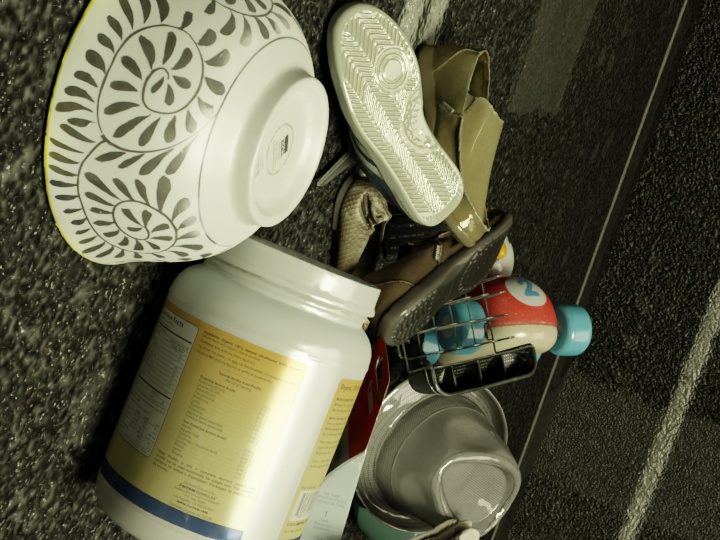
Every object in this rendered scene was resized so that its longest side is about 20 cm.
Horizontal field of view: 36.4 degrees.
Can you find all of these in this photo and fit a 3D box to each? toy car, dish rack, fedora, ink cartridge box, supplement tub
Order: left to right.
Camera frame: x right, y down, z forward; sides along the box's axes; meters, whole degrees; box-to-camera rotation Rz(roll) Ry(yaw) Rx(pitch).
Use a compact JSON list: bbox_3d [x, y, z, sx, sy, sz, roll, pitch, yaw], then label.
[{"bbox_3d":[-0.078,0.082,0.735,0.201,0.143,0.144,-68,162,1],"label":"supplement tub"},{"bbox_3d":[-0.024,0.163,1.045,0.163,0.057,0.202,-96,-162,-75],"label":"ink cartridge box"},{"bbox_3d":[0.091,0.020,1.095,0.153,0.054,0.202,-7,82,-43],"label":"dish rack"},{"bbox_3d":[0.093,0.205,1.114,0.177,0.090,0.200,-46,131,-7],"label":"fedora"},{"bbox_3d":[0.147,0.007,1.286,0.177,0.183,0.202,-25,-114,58],"label":"toy car"}]

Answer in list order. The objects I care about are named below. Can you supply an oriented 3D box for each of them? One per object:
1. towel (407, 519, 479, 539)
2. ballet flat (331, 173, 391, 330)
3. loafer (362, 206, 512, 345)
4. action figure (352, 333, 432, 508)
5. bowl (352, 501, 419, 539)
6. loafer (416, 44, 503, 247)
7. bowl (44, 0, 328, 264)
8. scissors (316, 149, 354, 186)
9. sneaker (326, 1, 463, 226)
[{"bbox_3d":[0.044,0.308,1.009,0.199,0.034,0.134,-6,115,-56],"label":"towel"},{"bbox_3d":[0.000,0.000,1.017,0.067,0.046,0.201,-47,153,-45],"label":"ballet flat"},{"bbox_3d":[0.068,-0.012,1.004,0.200,0.071,0.073,-34,154,-40],"label":"loafer"},{"bbox_3d":[0.033,0.148,1.180,0.102,0.119,0.201,22,98,-43],"label":"action figure"},{"bbox_3d":[0.061,0.281,1.418,0.201,0.104,0.202,-55,158,-34],"label":"bowl"},{"bbox_3d":[0.093,-0.120,0.979,0.076,0.067,0.202,32,47,-61],"label":"loafer"},{"bbox_3d":[-0.079,-0.083,0.627,0.201,0.094,0.202,-55,157,-37],"label":"bowl"},{"bbox_3d":[0.012,-0.125,0.968,0.200,0.014,0.074,-30,140,-60],"label":"scissors"},{"bbox_3d":[0.011,-0.125,0.881,0.075,0.084,0.201,-36,125,-17],"label":"sneaker"}]
